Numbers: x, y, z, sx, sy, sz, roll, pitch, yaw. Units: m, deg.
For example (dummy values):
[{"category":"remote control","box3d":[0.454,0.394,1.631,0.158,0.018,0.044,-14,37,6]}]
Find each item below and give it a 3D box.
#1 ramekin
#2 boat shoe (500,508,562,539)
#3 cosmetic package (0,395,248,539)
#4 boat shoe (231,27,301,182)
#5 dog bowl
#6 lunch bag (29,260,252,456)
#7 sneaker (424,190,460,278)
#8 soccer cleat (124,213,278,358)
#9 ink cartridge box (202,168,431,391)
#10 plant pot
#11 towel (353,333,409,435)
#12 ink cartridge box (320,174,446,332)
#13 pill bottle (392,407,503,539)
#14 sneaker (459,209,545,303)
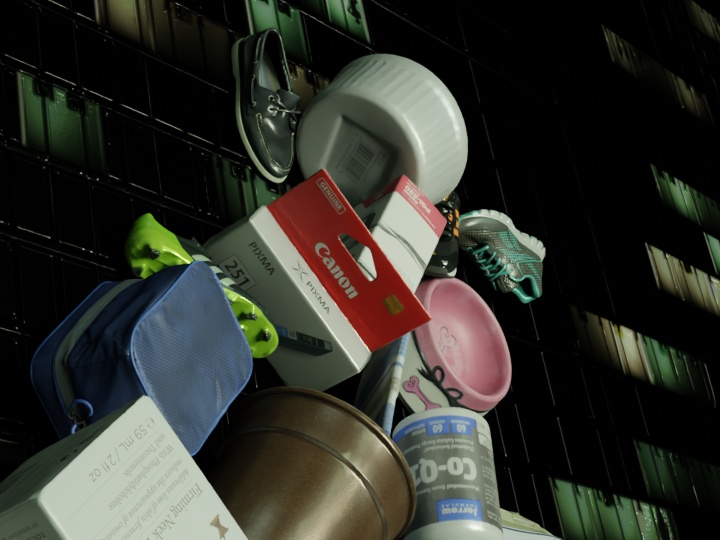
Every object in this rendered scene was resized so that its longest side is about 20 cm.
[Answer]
[{"category":"ramekin","box3d":[0.019,-0.148,1.777,0.201,0.200,0.098,57,39,-5]},{"category":"boat shoe","box3d":[0.179,0.312,1.750,0.199,0.072,0.062,25,41,-42]},{"category":"cosmetic package","box3d":[-0.206,0.243,1.178,0.201,0.166,0.167,56,32,-8]},{"category":"boat shoe","box3d":[-0.103,-0.202,1.765,0.074,0.066,0.200,24,47,-43]},{"category":"dog bowl","box3d":[0.107,0.096,1.816,0.200,0.074,0.201,34,40,-35]},{"category":"lunch bag","box3d":[-0.204,0.092,1.337,0.137,0.132,0.200,67,28,-18]},{"category":"sneaker","box3d":[0.091,-0.062,1.855,0.069,0.091,0.200,9,22,-2]},{"category":"soccer cleat","box3d":[-0.158,0.014,1.525,0.200,0.067,0.081,41,24,-27]},{"category":"ink cartridge box","box3d":[-0.052,0.019,1.557,0.200,0.176,0.045,54,33,-9]},{"category":"plant pot","box3d":[-0.076,0.244,1.347,0.201,0.200,0.198,51,40,-14]},{"category":"towel","box3d":[0.020,0.139,1.601,0.024,0.147,0.201,21,45,-8]},{"category":"ink cartridge box","box3d":[0.000,0.000,1.673,0.085,0.145,0.200,46,34,-15]},{"category":"pill bottle","box3d":[0.097,0.262,1.631,0.114,0.113,0.201,29,43,-39]},{"category":"sneaker","box3d":[0.190,-0.017,2.022,0.199,0.077,0.092,24,51,-41]}]
